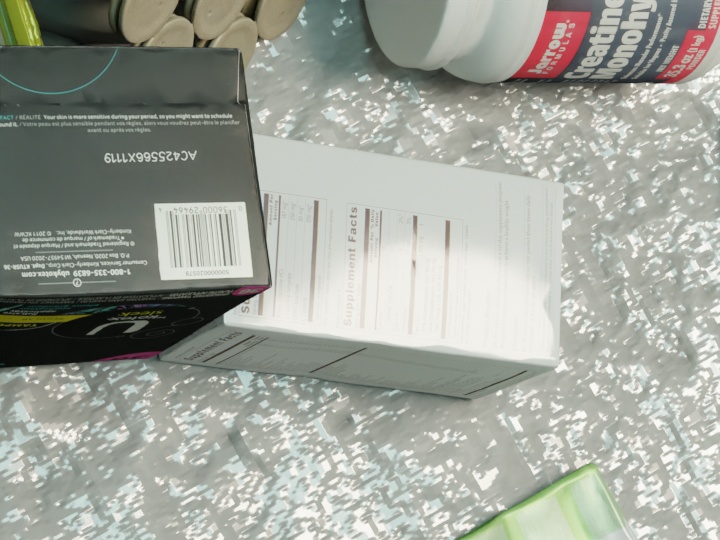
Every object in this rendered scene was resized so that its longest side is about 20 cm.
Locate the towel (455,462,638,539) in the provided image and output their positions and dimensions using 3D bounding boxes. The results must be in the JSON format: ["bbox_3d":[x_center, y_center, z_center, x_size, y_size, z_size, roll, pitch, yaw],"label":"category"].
[{"bbox_3d":[0.128,0.227,1.516,0.149,0.031,0.200,-27,88,-28],"label":"towel"}]

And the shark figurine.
[{"bbox_3d":[-0.115,-0.164,1.481,0.214,0.089,0.128,-11,82,-24],"label":"shark figurine"}]

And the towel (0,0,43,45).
[{"bbox_3d":[-0.267,-0.119,1.375,0.200,0.018,0.086,-20,80,12],"label":"towel"}]

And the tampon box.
[{"bbox_3d":[-0.154,-0.027,1.362,0.150,0.200,0.126,-2,78,-23],"label":"tampon box"}]

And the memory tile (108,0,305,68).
[{"bbox_3d":[-0.084,-0.166,1.445,0.017,0.200,0.153,32,64,22],"label":"memory tile"}]

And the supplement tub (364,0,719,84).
[{"bbox_3d":[0.116,-0.180,1.555,0.200,0.140,0.140,-2,77,-24],"label":"supplement tub"}]

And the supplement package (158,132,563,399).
[{"bbox_3d":[0.000,0.000,1.472,0.200,0.114,0.110,8,75,-22],"label":"supplement package"}]
